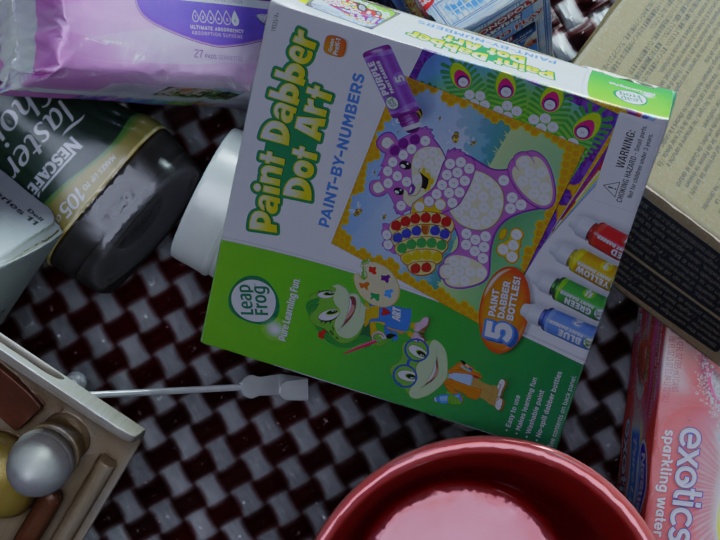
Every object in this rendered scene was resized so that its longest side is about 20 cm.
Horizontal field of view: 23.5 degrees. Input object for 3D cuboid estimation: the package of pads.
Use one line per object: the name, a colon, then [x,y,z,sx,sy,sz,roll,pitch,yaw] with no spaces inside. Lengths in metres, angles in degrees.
package of pads: [-0.111,-0.153,0.954,0.200,0.076,0.121,-2,86,-42]

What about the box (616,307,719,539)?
box: [0.203,0.123,0.984,0.103,0.095,0.200,8,87,-1]

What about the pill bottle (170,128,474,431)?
pill bottle: [0.000,0.000,0.979,0.200,0.111,0.111,27,87,0]

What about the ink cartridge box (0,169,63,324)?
ink cartridge box: [-0.280,0.014,0.951,0.147,0.083,0.200,38,112,2]

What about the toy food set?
toy food set: [-0.214,0.116,0.889,0.143,0.060,0.200,33,112,1]

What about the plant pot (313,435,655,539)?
plant pot: [0.058,0.185,0.937,0.200,0.177,0.201,0,88,-1]

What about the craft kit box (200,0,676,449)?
craft kit box: [0.033,-0.025,0.868,0.197,0.049,0.200,18,120,8]

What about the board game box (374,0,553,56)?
board game box: [0.041,-0.167,0.944,0.062,0.200,0.200,-32,89,-2]

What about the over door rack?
over door rack: [-0.133,0.134,0.992,0.200,0.067,0.148,0,94,-14]

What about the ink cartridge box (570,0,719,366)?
ink cartridge box: [0.183,-0.069,0.951,0.165,0.075,0.200,38,45,1]

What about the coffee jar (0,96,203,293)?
coffee jar: [-0.190,-0.081,0.992,0.200,0.085,0.104,40,86,1]
